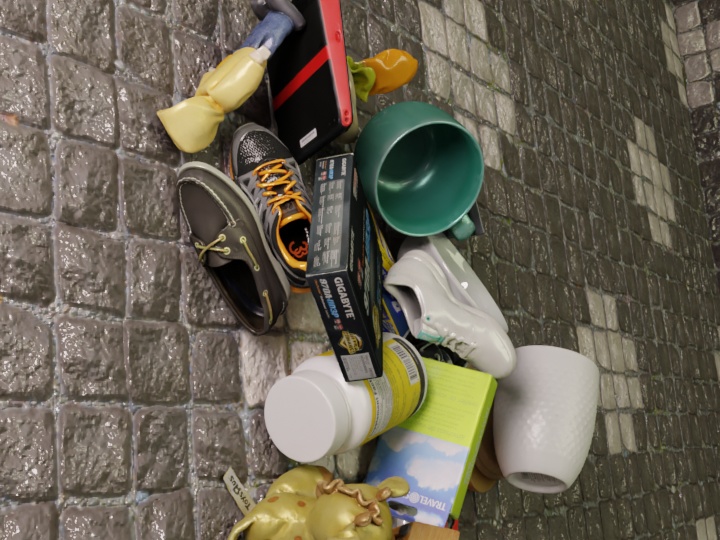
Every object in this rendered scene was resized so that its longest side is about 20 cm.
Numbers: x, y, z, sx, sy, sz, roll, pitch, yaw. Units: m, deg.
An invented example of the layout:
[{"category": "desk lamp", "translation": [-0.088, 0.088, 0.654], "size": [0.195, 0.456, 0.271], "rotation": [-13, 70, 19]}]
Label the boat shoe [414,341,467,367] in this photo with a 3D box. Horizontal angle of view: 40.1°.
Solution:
[{"category": "boat shoe", "translation": [0.093, 0.134, 1.348], "size": [0.199, 0.067, 0.072], "rotation": [-16, 92, -56]}]

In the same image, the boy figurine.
[{"category": "boy figurine", "translation": [-0.145, -0.212, 1.071], "size": [0.064, 0.124, 0.200], "rotation": [46, 71, -25]}]

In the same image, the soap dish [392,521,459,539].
[{"category": "soap dish", "translation": [0.021, 0.379, 1.084], "size": [0.081, 0.157, 0.201], "rotation": [42, 44, -18]}]

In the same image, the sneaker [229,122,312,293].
[{"category": "sneaker", "translation": [-0.086, -0.075, 1.100], "size": [0.078, 0.077, 0.201], "rotation": [-25, 87, -12]}]

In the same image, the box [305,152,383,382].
[{"category": "box", "translation": [-0.013, -0.005, 1.076], "size": [0.201, 0.046, 0.160], "rotation": [-88, 165, -49]}]

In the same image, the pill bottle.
[{"category": "pill bottle", "translation": [-0.015, 0.145, 1.137], "size": [0.199, 0.114, 0.115], "rotation": [-15, 92, -57]}]

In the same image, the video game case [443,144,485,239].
[{"category": "video game case", "translation": [0.122, -0.116, 1.403], "size": [0.200, 0.019, 0.144], "rotation": [179, -104, -78]}]

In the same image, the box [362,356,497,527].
[{"category": "box", "translation": [0.084, 0.213, 1.221], "size": [0.048, 0.121, 0.202], "rotation": [50, 56, -59]}]

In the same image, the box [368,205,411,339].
[{"category": "box", "translation": [0.000, 0.000, 1.250], "size": [0.064, 0.070, 0.201], "rotation": [-50, 120, -51]}]

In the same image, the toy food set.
[{"category": "toy food set", "translation": [0.187, 0.217, 1.476], "size": [0.198, 0.048, 0.202], "rotation": [-22, 97, -59]}]

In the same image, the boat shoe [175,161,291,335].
[{"category": "boat shoe", "translation": [-0.137, -0.021, 1.045], "size": [0.202, 0.071, 0.061], "rotation": [60, 32, -29]}]

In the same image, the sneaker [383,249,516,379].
[{"category": "sneaker", "translation": [0.104, 0.071, 1.224], "size": [0.200, 0.075, 0.088], "rotation": [45, 41, 4]}]

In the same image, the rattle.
[{"category": "rattle", "translation": [0.016, -0.222, 1.231], "size": [0.200, 0.141, 0.132], "rotation": [-142, -123, -80]}]

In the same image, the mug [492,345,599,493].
[{"category": "mug", "translation": [0.262, 0.232, 1.430], "size": [0.201, 0.146, 0.177], "rotation": [85, 16, -60]}]

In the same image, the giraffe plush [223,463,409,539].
[{"category": "giraffe plush", "translation": [-0.029, 0.270, 1.026], "size": [0.200, 0.161, 0.173], "rotation": [52, 41, -34]}]

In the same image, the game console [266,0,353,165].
[{"category": "game console", "translation": [-0.060, -0.224, 1.139], "size": [0.031, 0.200, 0.179], "rotation": [-8, 85, -23]}]

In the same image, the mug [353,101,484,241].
[{"category": "mug", "translation": [0.067, -0.122, 1.260], "size": [0.151, 0.115, 0.187], "rotation": [-12, 122, -17]}]

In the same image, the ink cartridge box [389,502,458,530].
[{"category": "ink cartridge box", "translation": [0.097, 0.314, 1.313], "size": [0.200, 0.050, 0.162], "rotation": [32, 54, -46]}]

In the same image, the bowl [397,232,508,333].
[{"category": "bowl", "translation": [0.109, 0.029, 1.357], "size": [0.201, 0.090, 0.201], "rotation": [50, 12, -15]}]
